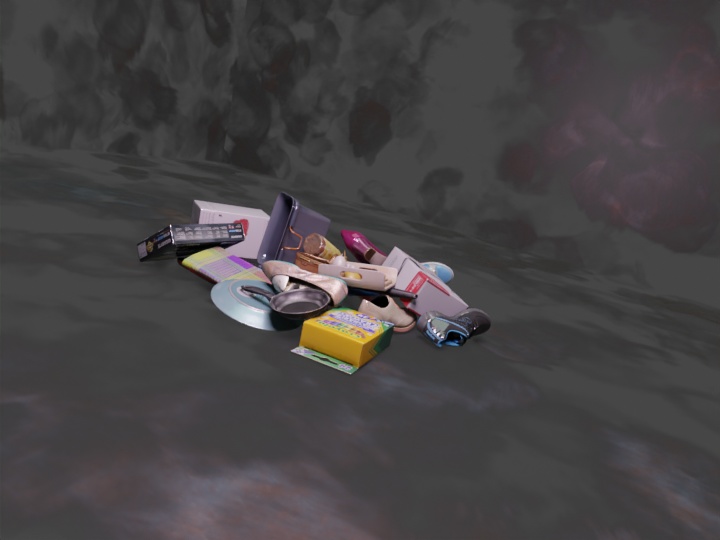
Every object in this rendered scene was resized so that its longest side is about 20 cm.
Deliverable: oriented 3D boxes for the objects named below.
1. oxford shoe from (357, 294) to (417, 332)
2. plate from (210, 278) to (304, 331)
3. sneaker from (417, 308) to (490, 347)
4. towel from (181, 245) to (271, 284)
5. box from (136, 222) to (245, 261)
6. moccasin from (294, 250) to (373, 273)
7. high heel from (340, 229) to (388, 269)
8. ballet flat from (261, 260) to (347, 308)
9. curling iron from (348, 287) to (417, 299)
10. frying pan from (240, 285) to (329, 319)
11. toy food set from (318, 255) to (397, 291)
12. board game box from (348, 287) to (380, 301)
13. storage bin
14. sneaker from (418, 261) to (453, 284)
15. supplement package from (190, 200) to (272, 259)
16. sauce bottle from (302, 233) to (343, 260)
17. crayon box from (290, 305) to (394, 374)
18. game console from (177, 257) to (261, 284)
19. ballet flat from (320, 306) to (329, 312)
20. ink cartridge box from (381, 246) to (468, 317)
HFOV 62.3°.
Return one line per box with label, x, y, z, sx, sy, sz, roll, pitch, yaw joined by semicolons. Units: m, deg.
oxford shoe;0.066;0.091;1.298;0.070;0.075;0.199;18;13;34
plate;-0.203;0.059;1.206;0.197;0.026;0.201;19;21;-8
sneaker;0.218;0.135;1.312;0.197;0.074;0.082;-2;35;-32
towel;-0.277;0.012;1.313;0.198;0.023;0.143;29;23;13
box;-0.395;-0.067;1.396;0.158;0.047;0.198;-18;-7;40
moccasin;-0.064;-0.011;1.455;0.198;0.079;0.074;9;9;14
high heel;0.016;-0.044;1.517;0.096;0.067;0.200;42;-7;27
ballet flat;-0.125;0.031;1.218;0.197;0.069;0.068;12;51;16
curling iron;0.046;0.047;1.346;0.198;0.026;0.049;11;7;39
frying pan;-0.152;0.063;1.139;0.186;0.031;0.115;0;21;7
toy food set;0.000;0.000;1.306;0.141;0.062;0.200;7;5;12
board game box;-0.010;0.056;1.468;0.156;0.040;0.199;0;13;-29
storage bin;-0.167;-0.086;1.582;0.133;0.203;0.145;15;9;-31
sneaker;0.176;0.021;1.706;0.196;0.081;0.131;3;11;-1
supplement package;-0.357;-0.110;1.631;0.197;0.123;0.120;5;14;-27
sauce bottle;-0.080;-0.033;1.577;0.065;0.067;0.200;21;-9;33
crayon box;-0.028;0.124;1.121;0.124;0.052;0.200;17;14;19
game console;-0.315;-0.006;1.437;0.176;0.032;0.198;24;17;40
ballet flat;-0.123;0.047;1.363;0.066;0.047;0.200;6;15;-25
ink cartridge box;0.143;0.043;1.415;0.143;0.084;0.200;32;9;-29
